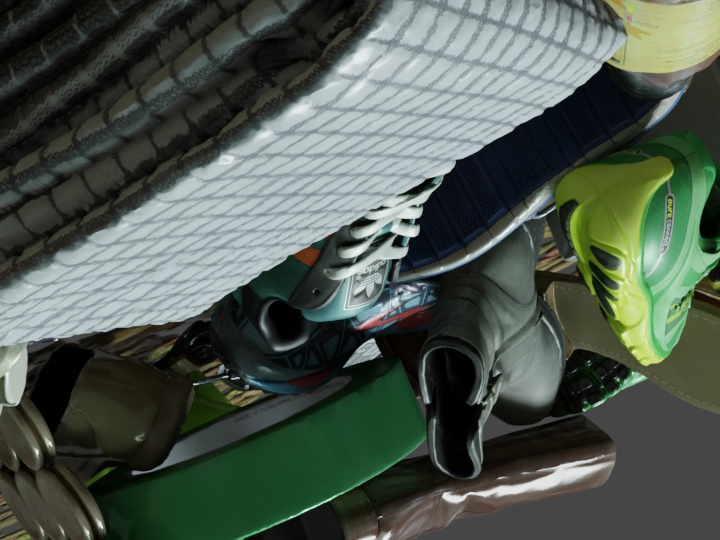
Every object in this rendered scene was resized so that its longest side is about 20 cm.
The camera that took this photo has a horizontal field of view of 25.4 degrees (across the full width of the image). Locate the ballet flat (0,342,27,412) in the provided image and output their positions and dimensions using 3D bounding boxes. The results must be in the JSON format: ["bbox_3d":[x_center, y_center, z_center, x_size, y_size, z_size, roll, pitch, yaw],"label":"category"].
[{"bbox_3d":[-0.188,0.057,0.727,0.062,0.068,0.200,18,156,-13],"label":"ballet flat"}]

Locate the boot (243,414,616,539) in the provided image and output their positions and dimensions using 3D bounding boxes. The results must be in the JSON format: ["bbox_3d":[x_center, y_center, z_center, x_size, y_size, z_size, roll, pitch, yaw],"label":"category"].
[{"bbox_3d":[0.040,0.138,0.978,0.199,0.065,0.186,-15,176,-28],"label":"boot"}]

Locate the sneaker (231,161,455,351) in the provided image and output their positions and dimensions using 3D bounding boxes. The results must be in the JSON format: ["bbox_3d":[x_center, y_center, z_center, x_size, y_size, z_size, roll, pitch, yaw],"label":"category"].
[{"bbox_3d":[0.000,-0.027,0.703,0.071,0.080,0.200,-16,167,-34],"label":"sneaker"}]

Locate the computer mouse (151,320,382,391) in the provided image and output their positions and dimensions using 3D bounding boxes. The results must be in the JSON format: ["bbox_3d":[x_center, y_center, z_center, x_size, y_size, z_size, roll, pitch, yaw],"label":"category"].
[{"bbox_3d":[-0.063,0.051,1.083,0.199,0.044,0.110,-8,158,-37],"label":"computer mouse"}]

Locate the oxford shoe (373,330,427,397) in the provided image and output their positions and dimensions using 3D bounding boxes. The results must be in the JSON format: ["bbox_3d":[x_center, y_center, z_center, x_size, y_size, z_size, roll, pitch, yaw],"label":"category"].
[{"bbox_3d":[0.057,0.019,1.047,0.071,0.071,0.200,-33,-172,24],"label":"oxford shoe"}]

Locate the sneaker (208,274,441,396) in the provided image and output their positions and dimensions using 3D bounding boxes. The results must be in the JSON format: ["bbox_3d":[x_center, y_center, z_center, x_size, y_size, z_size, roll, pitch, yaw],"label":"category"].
[{"bbox_3d":[0.000,0.000,0.917,0.199,0.079,0.096,-24,159,-37],"label":"sneaker"}]

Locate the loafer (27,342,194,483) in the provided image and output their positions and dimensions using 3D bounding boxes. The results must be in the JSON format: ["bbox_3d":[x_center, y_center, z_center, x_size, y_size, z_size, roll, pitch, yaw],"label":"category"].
[{"bbox_3d":[-0.161,0.076,0.920,0.200,0.067,0.076,-19,-138,57],"label":"loafer"}]

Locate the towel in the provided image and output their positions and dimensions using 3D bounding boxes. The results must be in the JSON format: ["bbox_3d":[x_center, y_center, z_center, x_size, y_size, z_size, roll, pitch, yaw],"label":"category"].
[{"bbox_3d":[-0.039,-0.055,0.482,0.199,0.086,0.165,-30,169,25],"label":"towel"}]

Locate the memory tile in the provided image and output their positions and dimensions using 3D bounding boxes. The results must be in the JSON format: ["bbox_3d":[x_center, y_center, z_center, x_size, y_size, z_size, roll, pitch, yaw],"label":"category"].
[{"bbox_3d":[-0.158,0.150,0.885,0.017,0.201,0.153,-33,-174,-25],"label":"memory tile"}]

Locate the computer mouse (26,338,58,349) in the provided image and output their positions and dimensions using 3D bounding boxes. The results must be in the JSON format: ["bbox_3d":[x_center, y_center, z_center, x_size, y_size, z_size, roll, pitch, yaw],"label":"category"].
[{"bbox_3d":[-0.171,0.035,0.780,0.058,0.034,0.200,-18,169,-32],"label":"computer mouse"}]

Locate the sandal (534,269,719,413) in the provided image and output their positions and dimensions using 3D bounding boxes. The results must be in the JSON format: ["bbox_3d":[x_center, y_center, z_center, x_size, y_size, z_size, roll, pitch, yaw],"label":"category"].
[{"bbox_3d":[0.169,0.021,0.917,0.211,0.078,0.070,12,-135,34],"label":"sandal"}]

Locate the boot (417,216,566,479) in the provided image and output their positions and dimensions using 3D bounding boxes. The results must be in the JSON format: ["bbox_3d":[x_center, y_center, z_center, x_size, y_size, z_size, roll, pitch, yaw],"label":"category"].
[{"bbox_3d":[0.062,0.058,0.863,0.067,0.131,0.201,8,144,17],"label":"boot"}]

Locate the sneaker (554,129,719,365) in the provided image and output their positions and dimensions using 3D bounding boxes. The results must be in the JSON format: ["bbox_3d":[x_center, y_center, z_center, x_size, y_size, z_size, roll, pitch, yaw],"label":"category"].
[{"bbox_3d":[0.147,-0.010,0.768,0.083,0.074,0.200,-30,162,3],"label":"sneaker"}]

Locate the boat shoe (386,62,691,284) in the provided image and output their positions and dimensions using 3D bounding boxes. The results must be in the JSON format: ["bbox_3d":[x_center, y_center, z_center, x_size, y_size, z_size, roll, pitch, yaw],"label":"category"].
[{"bbox_3d":[0.075,-0.051,0.770,0.199,0.073,0.072,-28,167,24],"label":"boat shoe"}]

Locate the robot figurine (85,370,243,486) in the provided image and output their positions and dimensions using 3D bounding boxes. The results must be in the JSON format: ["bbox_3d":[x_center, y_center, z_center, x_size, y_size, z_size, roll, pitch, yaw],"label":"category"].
[{"bbox_3d":[-0.116,0.147,1.105,0.199,0.176,0.116,8,140,7],"label":"robot figurine"}]

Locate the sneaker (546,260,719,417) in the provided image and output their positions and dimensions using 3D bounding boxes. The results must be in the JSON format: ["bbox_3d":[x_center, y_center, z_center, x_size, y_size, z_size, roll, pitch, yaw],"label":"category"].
[{"bbox_3d":[0.164,0.043,1.011,0.199,0.079,0.085,-15,174,9],"label":"sneaker"}]

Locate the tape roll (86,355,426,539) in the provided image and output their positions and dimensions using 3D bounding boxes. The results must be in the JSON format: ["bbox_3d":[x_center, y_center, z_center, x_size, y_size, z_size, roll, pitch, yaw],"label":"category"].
[{"bbox_3d":[-0.060,0.109,0.921,0.199,0.048,0.200,-23,-177,1],"label":"tape roll"}]

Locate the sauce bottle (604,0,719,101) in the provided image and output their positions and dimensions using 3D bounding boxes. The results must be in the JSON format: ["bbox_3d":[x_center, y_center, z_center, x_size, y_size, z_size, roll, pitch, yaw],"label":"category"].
[{"bbox_3d":[0.113,-0.105,0.602,0.066,0.066,0.200,-24,168,3],"label":"sauce bottle"}]

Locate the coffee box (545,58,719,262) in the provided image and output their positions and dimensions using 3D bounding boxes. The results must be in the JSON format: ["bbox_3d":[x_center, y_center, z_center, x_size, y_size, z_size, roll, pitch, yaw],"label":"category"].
[{"bbox_3d":[0.176,-0.059,0.929,0.114,0.080,0.200,-24,170,17],"label":"coffee box"}]
